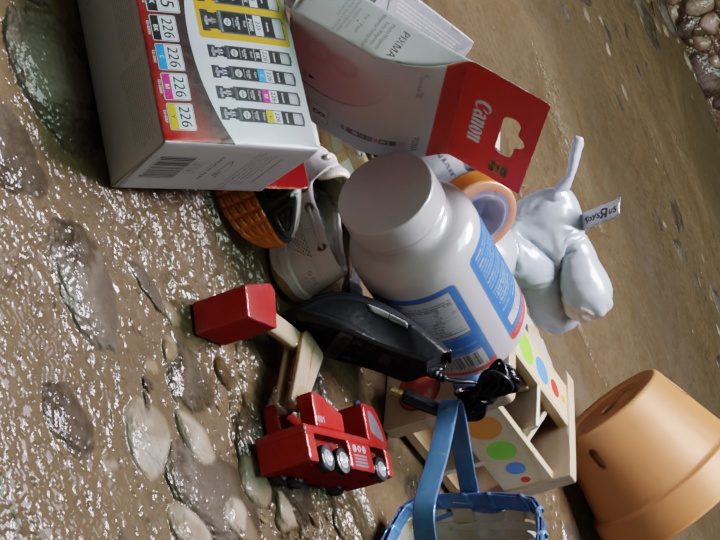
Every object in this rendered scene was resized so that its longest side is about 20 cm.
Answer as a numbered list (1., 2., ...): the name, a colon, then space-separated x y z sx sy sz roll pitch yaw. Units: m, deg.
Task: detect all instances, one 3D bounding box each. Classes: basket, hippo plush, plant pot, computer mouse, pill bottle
1. basket: 0.077 0.226 1.275 0.176 0.139 0.200 -64 150 -61
2. hippo plush: 0.150 0.001 1.566 0.161 0.200 0.159 -24 79 -32
3. plant pot: 0.320 0.207 1.807 0.140 0.200 0.200 51 25 -2
4. computer mouse: 0.028 0.067 1.320 0.140 0.200 0.046 113 -6 -67
5. pill bottle: 0.058 -0.006 1.330 0.200 0.112 0.112 57 25 -47
6. pill bottle: 0.070 -0.094 1.473 0.106 0.106 0.200 52 1 -37

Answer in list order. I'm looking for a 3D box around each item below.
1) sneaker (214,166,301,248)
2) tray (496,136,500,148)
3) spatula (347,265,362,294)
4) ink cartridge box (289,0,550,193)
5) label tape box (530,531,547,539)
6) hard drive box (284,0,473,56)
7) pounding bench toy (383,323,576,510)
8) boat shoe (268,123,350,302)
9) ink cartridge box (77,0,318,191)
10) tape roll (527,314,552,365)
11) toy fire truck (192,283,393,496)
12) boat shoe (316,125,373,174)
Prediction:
1. sneaker: -0.081 -0.115 1.299 0.092 0.076 0.200 6 68 -71
2. tray: 0.114 -0.131 1.659 0.200 0.022 0.108 -41 135 -67
3. spatula: 0.000 0.000 1.445 0.056 0.021 0.200 35 42 -35
4. ink cartridge box: 0.037 -0.127 1.238 0.200 0.057 0.163 36 -19 10
5. label tape box: 0.143 0.334 1.450 0.143 0.066 0.200 41 36 -49
6. hard drive box: -0.021 -0.243 1.393 0.200 0.077 0.156 43 10 32
7. pounding bench toy: 0.109 0.091 1.488 0.156 0.124 0.200 52 29 -36
8. boat shoe: -0.038 -0.070 1.357 0.071 0.069 0.200 36 41 -53
9. ink cartridge box: -0.107 -0.165 1.180 0.175 0.084 0.200 -1 71 -38
10. tape roll: 0.160 0.121 1.688 0.203 0.037 0.203 48 31 -42
11. toy fire truck: -0.047 0.094 1.236 0.200 0.049 0.141 23 52 -60
12. boat shoe: -0.013 -0.154 1.467 0.072 0.076 0.200 34 41 -51
